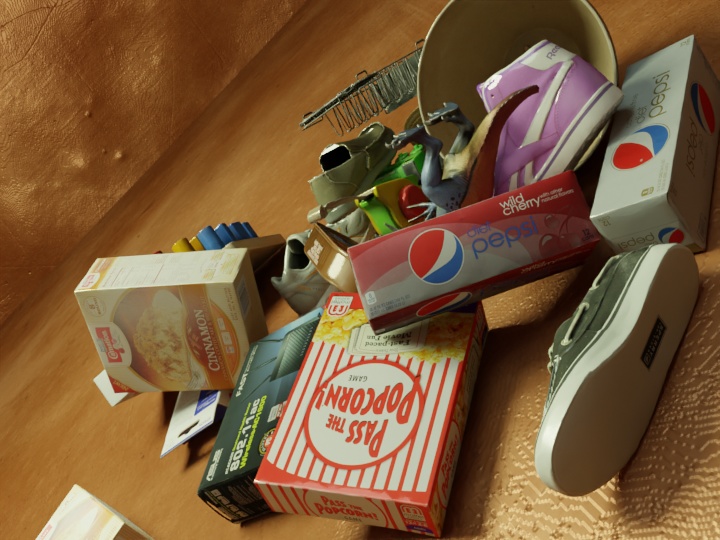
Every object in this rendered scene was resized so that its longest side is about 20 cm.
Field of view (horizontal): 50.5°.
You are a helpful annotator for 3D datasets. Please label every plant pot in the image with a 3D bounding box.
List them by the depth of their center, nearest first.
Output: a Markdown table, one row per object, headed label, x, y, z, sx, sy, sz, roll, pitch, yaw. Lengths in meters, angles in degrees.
| label | x | y | z | sx | sy | sz | roll | pitch | yaw |
| --- | --- | --- | --- | --- | --- | --- | --- | --- | --- |
| plant pot | 0.172 | -0.194 | 0.782 | 0.198 | 0.204 | 0.134 | -28 | 2 | 33 |

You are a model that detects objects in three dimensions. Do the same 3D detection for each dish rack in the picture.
| label | x | y | z | sx | sy | sz | roll | pitch | yaw |
| --- | --- | --- | --- | --- | --- | --- | --- | --- | --- |
| dish rack | 0.020 | -0.224 | 0.967 | 0.199 | 0.055 | 0.152 | -36 | 7 | -35 |

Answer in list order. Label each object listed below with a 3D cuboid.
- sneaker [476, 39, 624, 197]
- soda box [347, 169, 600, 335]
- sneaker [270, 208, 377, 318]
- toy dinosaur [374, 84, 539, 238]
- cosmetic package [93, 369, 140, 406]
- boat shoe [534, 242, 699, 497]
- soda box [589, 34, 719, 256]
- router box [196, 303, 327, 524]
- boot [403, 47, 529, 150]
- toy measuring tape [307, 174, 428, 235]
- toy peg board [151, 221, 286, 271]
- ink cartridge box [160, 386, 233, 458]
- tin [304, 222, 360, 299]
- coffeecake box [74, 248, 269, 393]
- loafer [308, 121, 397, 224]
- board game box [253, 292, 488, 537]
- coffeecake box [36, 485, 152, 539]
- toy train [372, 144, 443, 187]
| label | x | y | z | sx | sy | sz | roll | pitch | yaw |
| --- | --- | --- | --- | --- | --- | --- | --- | --- | --- |
| sneaker | 0.141 | -0.114 | 0.704 | 0.072 | 0.114 | 0.203 | -33 | -22 | -53 |
| soda box | 0.091 | -0.012 | 0.631 | 0.195 | 0.065 | 0.070 | -19 | -18 | 0 |
| sneaker | -0.045 | -0.031 | 0.958 | 0.075 | 0.092 | 0.203 | -21 | 34 | 42 |
| toy dinosaur | 0.084 | -0.045 | 0.685 | 0.197 | 0.185 | 0.105 | -3 | 29 | 47 |
| cosmetic package | -0.259 | 0.098 | 1.074 | 0.199 | 0.052 | 0.151 | -41 | -6 | 10 |
| boat shoe | 0.165 | 0.063 | 0.520 | 0.063 | 0.071 | 0.201 | -3 | 40 | 54 |
| soda box | 0.250 | -0.101 | 0.632 | 0.067 | 0.064 | 0.203 | -19 | 35 | 45 |
| router box | -0.071 | 0.139 | 0.778 | 0.148 | 0.062 | 0.203 | -29 | 30 | 33 |
| boot | 0.150 | -0.250 | 1.005 | 0.199 | 0.076 | 0.157 | -36 | 20 | 38 |
| toy measuring tape | 0.022 | -0.060 | 0.873 | 0.073 | 0.075 | 0.198 | -19 | 3 | 43 |
| toy peg board | -0.238 | -0.011 | 1.123 | 0.198 | 0.099 | 0.200 | -40 | -4 | 15 |
| ink cartridge box | -0.197 | 0.155 | 0.988 | 0.094 | 0.037 | 0.202 | -35 | 24 | 21 |
| tin | 0.000 | 0.000 | 0.811 | 0.043 | 0.110 | 0.200 | -64 | 18 | 7 |
| coffeecake box | -0.219 | 0.063 | 0.920 | 0.194 | 0.157 | 0.074 | -3 | 32 | 11 |
| loafer | -0.009 | -0.143 | 0.982 | 0.074 | 0.070 | 0.202 | -26 | 24 | 35 |
| board game box | 0.016 | 0.109 | 0.641 | 0.148 | 0.047 | 0.203 | -1 | 46 | 24 |
| coffeecake box | -0.304 | 0.335 | 0.820 | 0.198 | 0.073 | 0.155 | -5 | 48 | 56 |
| toy train | 0.067 | -0.133 | 0.984 | 0.197 | 0.042 | 0.057 | -22 | 19 | 42 |
